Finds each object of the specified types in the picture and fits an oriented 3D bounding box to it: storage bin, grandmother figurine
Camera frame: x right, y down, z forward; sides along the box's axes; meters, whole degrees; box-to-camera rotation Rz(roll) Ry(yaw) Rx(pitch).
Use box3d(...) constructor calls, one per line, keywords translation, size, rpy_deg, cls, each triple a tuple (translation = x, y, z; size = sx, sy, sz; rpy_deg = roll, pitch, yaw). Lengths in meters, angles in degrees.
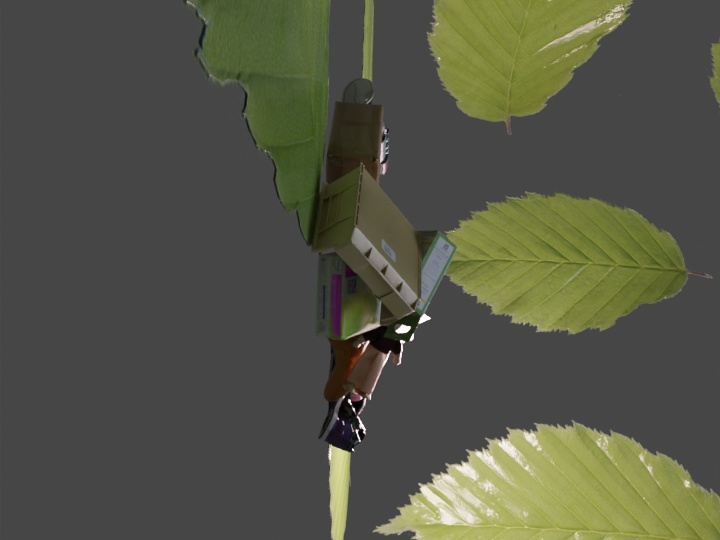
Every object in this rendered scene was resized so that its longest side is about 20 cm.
box3d(translation=(0.017, -0.042, 1.309), size=(0.200, 0.092, 0.202), rpy_deg=(47, 32, -32), cls="storage bin")
box3d(translation=(0.040, 0.161, 1.546), size=(0.060, 0.120, 0.204), rpy_deg=(32, -83, 50), cls="grandmother figurine")

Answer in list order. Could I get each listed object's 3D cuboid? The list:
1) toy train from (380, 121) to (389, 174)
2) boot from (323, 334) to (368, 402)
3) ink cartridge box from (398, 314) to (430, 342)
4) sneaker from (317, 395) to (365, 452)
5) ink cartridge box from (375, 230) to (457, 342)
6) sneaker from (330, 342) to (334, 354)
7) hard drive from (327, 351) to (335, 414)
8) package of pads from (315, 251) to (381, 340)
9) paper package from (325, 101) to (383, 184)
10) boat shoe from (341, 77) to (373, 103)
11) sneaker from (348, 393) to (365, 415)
box3d(translation=(0.015, -0.305, 1.841), size=(0.201, 0.110, 0.088), rpy_deg=(88, 5, -65), cls="toy train")
box3d(translation=(-0.042, 0.163, 1.567), size=(0.202, 0.070, 0.144), rpy_deg=(-51, 135, -3), cls="boot")
box3d(translation=(0.057, 0.143, 1.776), size=(0.199, 0.195, 0.042), rpy_deg=(32, 41, -67), cls="ink cartridge box")
box3d(translation=(-0.032, 0.329, 1.591), size=(0.077, 0.086, 0.200), rpy_deg=(-59, 180, 13), cls="sneaker")
box3d(translation=(0.092, 0.026, 1.409), size=(0.103, 0.059, 0.203), rpy_deg=(3, -118, 62), cls="ink cartridge box")
box3d(translation=(-0.043, 0.087, 1.624), size=(0.082, 0.072, 0.204), rpy_deg=(-105, -164, -50), cls="sneaker")
box3d(translation=(-0.052, 0.239, 1.815), size=(0.203, 0.032, 0.142), rpy_deg=(-85, 176, -50), cls="hard drive")
box3d(translation=(-0.012, 0.042, 1.420), size=(0.199, 0.066, 0.160), rpy_deg=(-14, 107, -63), cls="package of pads")
box3d(translation=(-0.011, -0.202, 1.490), size=(0.203, 0.100, 0.194), rpy_deg=(-85, 178, -48), cls="paper package")
box3d(translation=(-0.008, -0.353, 1.704), size=(0.063, 0.072, 0.204), rpy_deg=(87, 7, -51), cls="boat shoe")
box3d(translation=(-0.007, 0.250, 1.738), size=(0.083, 0.068, 0.204), rpy_deg=(-88, 177, -49), cls="sneaker")
